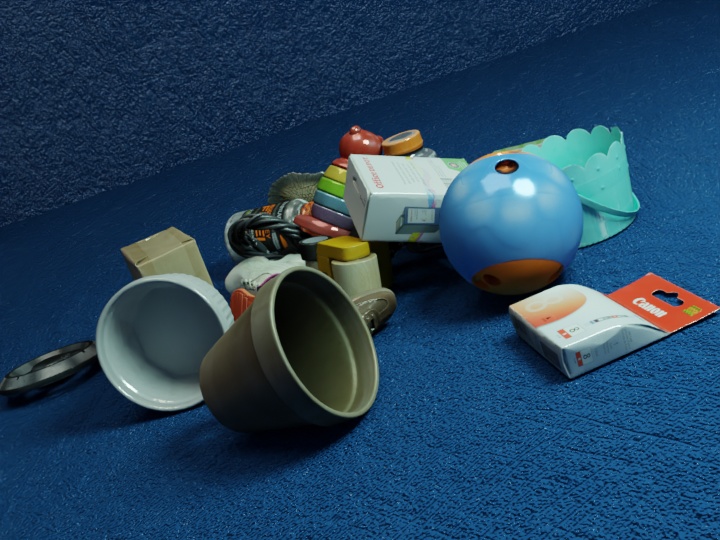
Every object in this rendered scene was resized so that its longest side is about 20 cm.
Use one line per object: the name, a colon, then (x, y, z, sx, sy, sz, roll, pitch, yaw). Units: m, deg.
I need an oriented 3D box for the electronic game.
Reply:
electronic game: (-0.558, 0.178, 1.639, 0.199, 0.042, 0.200, -18, 10, 3)

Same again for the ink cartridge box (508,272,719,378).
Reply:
ink cartridge box: (0.300, 0.046, 1.089, 0.199, 0.050, 0.162, -26, 19, -5)

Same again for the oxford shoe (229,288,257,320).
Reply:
oxford shoe: (-0.164, 0.069, 1.524, 0.072, 0.072, 0.200, 2, 1, -32)

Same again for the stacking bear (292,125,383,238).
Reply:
stacking bear: (-0.022, -0.154, 1.605, 0.121, 0.201, 0.114, 17, 5, -29)

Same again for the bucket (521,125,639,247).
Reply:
bucket: (0.330, -0.128, 1.412, 0.206, 0.135, 0.207, -19, 19, 7)

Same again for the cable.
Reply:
cable: (-0.156, -0.044, 1.660, 0.162, 0.200, 0.051, 7, 65, 17)

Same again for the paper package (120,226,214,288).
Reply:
paper package: (-0.304, 0.045, 1.498, 0.103, 0.201, 0.190, -26, 18, -18)

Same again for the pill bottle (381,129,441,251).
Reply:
pill bottle: (0.101, -0.145, 1.599, 0.106, 0.201, 0.106, -18, 18, 6)

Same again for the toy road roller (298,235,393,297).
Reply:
toy road roller: (0.000, 0.000, 1.435, 0.145, 0.124, 0.200, -16, 15, -25)

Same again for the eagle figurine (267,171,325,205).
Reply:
eagle figurine: (-0.079, -0.133, 1.894, 0.199, 0.152, 0.152, -15, 26, -18)

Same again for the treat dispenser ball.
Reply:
treat dispenser ball: (0.209, -0.066, 1.260, 0.200, 0.202, 0.201, -18, 18, 6)

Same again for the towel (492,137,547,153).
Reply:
towel: (0.337, -0.229, 1.874, 0.148, 0.031, 0.200, -11, 18, 19)

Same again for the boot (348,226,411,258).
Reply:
boot: (0.076, -0.049, 1.538, 0.154, 0.203, 0.073, -60, -2, 17)

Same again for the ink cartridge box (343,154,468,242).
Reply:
ink cartridge box: (0.084, -0.113, 1.404, 0.199, 0.088, 0.146, 2, 30, -17)

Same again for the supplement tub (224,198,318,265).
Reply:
supplement tub: (-0.161, -0.073, 1.800, 0.199, 0.123, 0.123, -11, 20, 28)

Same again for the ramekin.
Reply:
ramekin: (-0.280, 0.098, 1.340, 0.199, 0.201, 0.105, -17, 9, 9)

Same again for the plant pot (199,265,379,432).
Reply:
plant pot: (-0.103, 0.121, 1.131, 0.173, 0.200, 0.200, -30, 12, 28)

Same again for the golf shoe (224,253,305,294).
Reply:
golf shoe: (-0.176, 0.020, 1.637, 0.199, 0.076, 0.092, -11, 24, 31)

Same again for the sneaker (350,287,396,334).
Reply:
sneaker: (-0.020, 0.098, 1.286, 0.199, 0.071, 0.076, -30, 39, -18)
